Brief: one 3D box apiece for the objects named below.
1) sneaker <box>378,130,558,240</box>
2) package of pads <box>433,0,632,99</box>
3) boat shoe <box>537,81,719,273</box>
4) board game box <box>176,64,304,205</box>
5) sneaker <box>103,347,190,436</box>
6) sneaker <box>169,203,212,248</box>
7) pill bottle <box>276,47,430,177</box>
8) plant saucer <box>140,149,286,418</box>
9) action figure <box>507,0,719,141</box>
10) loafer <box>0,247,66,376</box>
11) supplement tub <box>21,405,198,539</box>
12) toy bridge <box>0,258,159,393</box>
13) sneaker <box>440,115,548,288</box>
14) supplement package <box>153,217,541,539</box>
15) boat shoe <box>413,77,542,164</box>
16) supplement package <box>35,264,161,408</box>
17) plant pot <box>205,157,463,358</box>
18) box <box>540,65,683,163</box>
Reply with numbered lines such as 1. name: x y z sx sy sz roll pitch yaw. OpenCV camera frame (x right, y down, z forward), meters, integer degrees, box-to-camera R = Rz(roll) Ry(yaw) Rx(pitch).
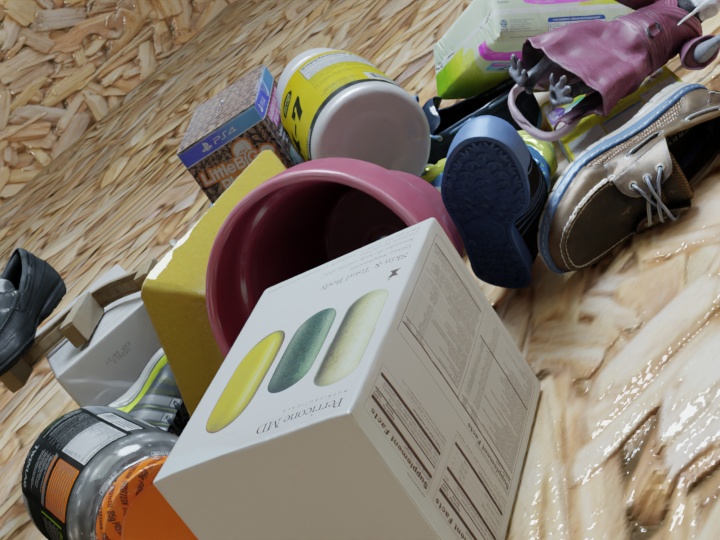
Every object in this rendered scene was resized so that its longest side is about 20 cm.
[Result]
1. sneaker: 0.089 -0.060 1.084 0.199 0.076 0.105 -30 21 14
2. package of pads: 0.171 -0.230 1.186 0.152 0.069 0.200 -6 -5 -14
3. boat shoe: 0.217 -0.072 0.909 0.200 0.072 0.072 -47 32 -13
4. board game box: -0.091 -0.094 1.267 0.096 0.201 0.160 -30 20 12
5. sneaker: -0.178 0.137 1.084 0.200 0.074 0.081 -44 54 -2
6. sneaker: -0.131 -0.056 1.407 0.199 0.090 0.075 -38 20 -5
7. pill bottle: -0.015 -0.145 1.140 0.114 0.115 0.200 -35 27 -1
8. plant saucer: -0.088 0.032 1.032 0.048 0.202 0.200 10 44 29
9. action figure: 0.237 -0.184 1.009 0.198 0.135 0.149 -27 -25 -15
10. loafer: -0.341 0.044 1.129 0.068 0.071 0.201 -33 20 20
11. supplement tub: -0.182 0.178 0.922 0.122 0.123 0.199 -43 22 -20
12. toy bridge: -0.264 0.046 1.132 0.199 0.027 0.067 -32 20 18
13. sneaker: 0.105 -0.066 0.902 0.069 0.201 0.079 7 62 14
14. supplement package: 0.002 0.100 0.752 0.151 0.151 0.201 -23 24 30
15. boat shoe: 0.083 -0.151 1.210 0.198 0.069 0.085 -20 35 12
16. supplement package: -0.241 0.089 1.216 0.121 0.120 0.200 -41 21 -10
17. plant pot: 0.000 0.000 0.952 0.198 0.202 0.179 -26 7 25
18. box: 0.232 -0.143 1.080 0.117 0.049 0.201 -31 23 12
